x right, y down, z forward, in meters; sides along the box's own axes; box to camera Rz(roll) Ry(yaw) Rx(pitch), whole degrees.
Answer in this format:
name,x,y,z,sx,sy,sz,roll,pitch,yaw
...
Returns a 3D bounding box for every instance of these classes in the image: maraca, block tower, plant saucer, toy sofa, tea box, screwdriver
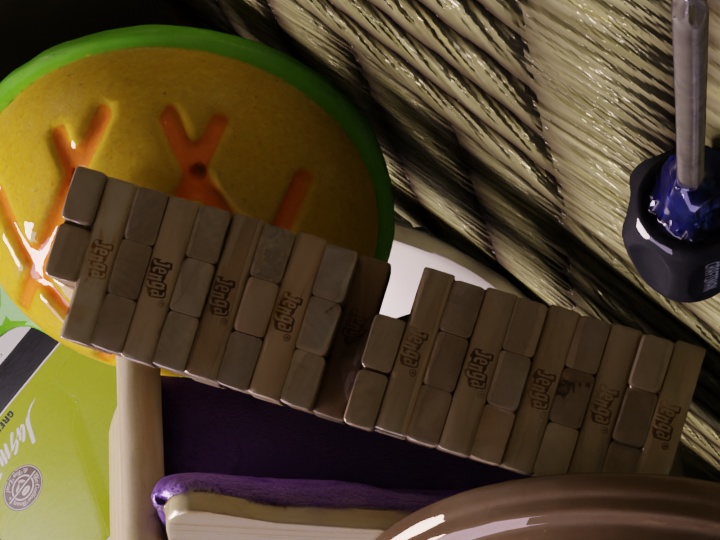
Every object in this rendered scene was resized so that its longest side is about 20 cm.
name,x,y,z,sx,sy,sz,roll,pitch,yaw
maraca,-0.087,-0.022,0.777,0.107,0.200,0.137,-71,-23,-62
block tower,0.002,0.023,0.688,0.200,0.054,0.058,17,176,3
plant saucer,0.092,0.130,0.709,0.200,0.029,0.200,7,144,5
toy sofa,0.015,0.071,0.750,0.200,0.083,0.098,4,147,-14
tea box,-0.086,0.068,1.064,0.197,0.200,0.134,37,175,40
screwdriver,0.062,-0.019,0.384,0.029,0.028,0.200,8,172,5

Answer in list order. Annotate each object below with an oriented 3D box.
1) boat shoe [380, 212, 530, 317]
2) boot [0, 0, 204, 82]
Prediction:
name,x,y,z,sx,sy,sz,roll,pitch,yaw
boat shoe,0.000,0.000,0.918,0.200,0.072,0.069,20,-152,16
boot,-0.104,-0.096,0.830,0.200,0.074,0.075,43,-172,-45
